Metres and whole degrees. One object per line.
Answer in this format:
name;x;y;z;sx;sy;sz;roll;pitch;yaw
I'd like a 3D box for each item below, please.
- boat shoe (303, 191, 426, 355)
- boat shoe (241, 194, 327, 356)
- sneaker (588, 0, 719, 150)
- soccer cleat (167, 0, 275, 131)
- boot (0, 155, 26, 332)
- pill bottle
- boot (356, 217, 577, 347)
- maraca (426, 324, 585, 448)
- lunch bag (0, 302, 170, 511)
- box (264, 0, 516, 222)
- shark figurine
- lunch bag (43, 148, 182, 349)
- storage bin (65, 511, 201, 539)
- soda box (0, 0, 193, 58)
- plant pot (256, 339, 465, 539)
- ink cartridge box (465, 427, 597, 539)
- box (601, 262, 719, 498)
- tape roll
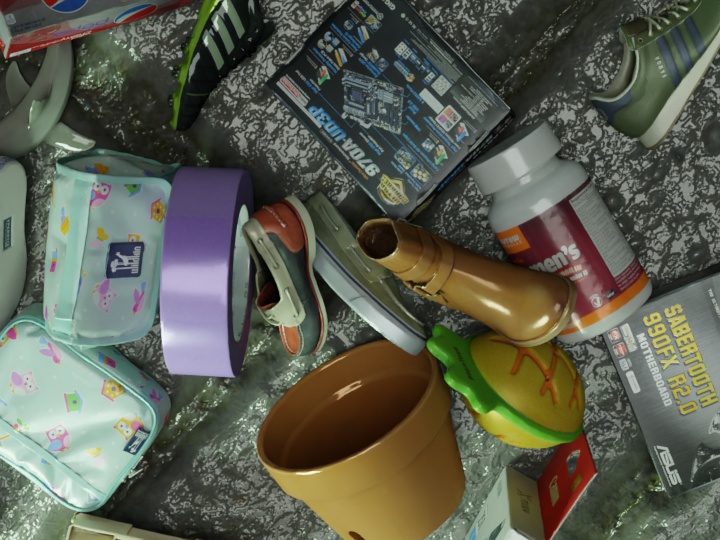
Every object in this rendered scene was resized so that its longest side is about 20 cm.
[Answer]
boat shoe;0.000;0.000;1.471;0.062;0.072;0.200;-46;72;3
boat shoe;-0.077;0.015;1.462;0.062;0.071;0.201;-31;141;-25
sneaker;0.295;-0.224;1.440;0.089;0.067;0.201;26;103;-7
soccer cleat;-0.132;-0.226;1.468;0.081;0.068;0.201;19;100;-13
boot;-0.394;-0.033;1.512;0.090;0.073;0.201;20;114;20
pill bottle;0.193;-0.038;1.457;0.109;0.110;0.201;-31;97;8
boot;0.095;0.005;1.387;0.154;0.200;0.074;29;77;-30
maraca;0.144;0.111;1.455;0.199;0.137;0.107;20;117;-40
lunch bag;-0.306;0.147;1.533;0.200;0.077;0.161;37;100;-4
box;0.029;-0.168;1.454;0.159;0.046;0.200;-45;81;9
shark figurine;-0.320;-0.192;1.472;0.127;0.090;0.216;15;102;-1
lunch bag;-0.247;-0.024;1.438;0.121;0.200;0.172;11;99;1
storage bin;-0.225;0.366;1.560;0.199;0.094;0.200;12;100;1
soda box;-0.255;-0.269;1.420;0.199;0.063;0.070;-20;86;-21
plant pot;0.016;0.184;1.474;0.199;0.200;0.141;-27;113;7
ink cartridge box;0.162;0.233;1.461;0.045;0.200;0.177;28;100;-1
box;0.346;0.109;1.506;0.157;0.048;0.201;-22;98;7
tape roll;-0.145;0.001;1.437;0.065;0.200;0.202;3;100;3
